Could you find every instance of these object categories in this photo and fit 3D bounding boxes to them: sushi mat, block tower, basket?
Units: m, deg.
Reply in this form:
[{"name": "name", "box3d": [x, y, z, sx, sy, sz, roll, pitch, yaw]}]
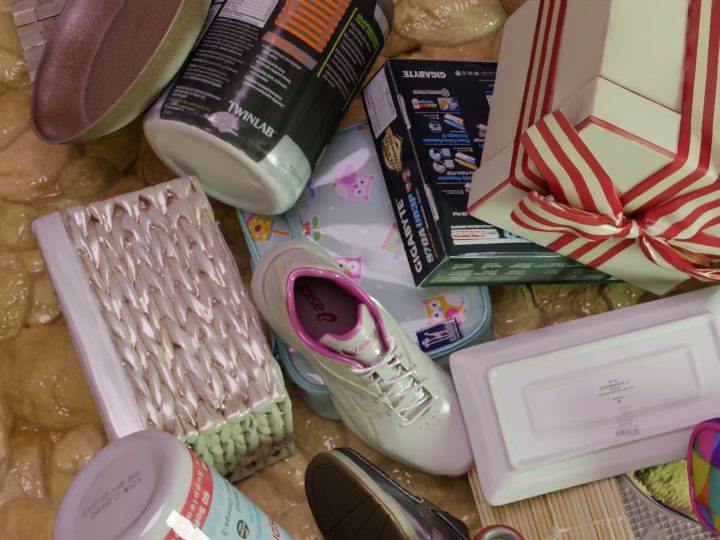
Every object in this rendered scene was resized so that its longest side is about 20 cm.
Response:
[{"name": "sushi mat", "box3d": [0.132, 0.177, 1.570, 0.095, 0.012, 0.201, -19, 58, 6]}, {"name": "block tower", "box3d": [-0.243, -0.220, 1.802, 0.054, 0.058, 0.201, -17, 65, -2]}, {"name": "basket", "box3d": [-0.133, 0.053, 1.637, 0.123, 0.136, 0.201, -20, 67, -8]}]

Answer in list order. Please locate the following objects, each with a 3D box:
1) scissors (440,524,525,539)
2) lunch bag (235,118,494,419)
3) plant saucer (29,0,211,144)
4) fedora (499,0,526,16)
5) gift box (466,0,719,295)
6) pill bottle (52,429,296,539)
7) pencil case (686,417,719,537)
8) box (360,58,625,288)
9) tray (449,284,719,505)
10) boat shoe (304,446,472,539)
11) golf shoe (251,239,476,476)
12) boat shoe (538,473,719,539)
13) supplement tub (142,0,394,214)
[{"name": "scissors", "box3d": [0.117, 0.240, 1.515, 0.073, 0.014, 0.200, -24, 58, -26]}, {"name": "lunch bag", "box3d": [0.000, 0.000, 1.676, 0.159, 0.077, 0.201, -18, 66, -3]}, {"name": "plant saucer", "box3d": [-0.157, -0.168, 1.637, 0.037, 0.200, 0.201, 31, 67, -28]}, {"name": "fedora", "box3d": [0.187, -0.226, 1.754, 0.199, 0.082, 0.202, -2, 65, 4]}, {"name": "gift box", "box3d": [0.186, -0.103, 1.565, 0.184, 0.200, 0.188, 19, 63, -15]}, {"name": "pill bottle", "box3d": [-0.096, 0.198, 1.532, 0.108, 0.200, 0.109, -28, 38, 25]}, {"name": "pencil case", "box3d": [0.314, 0.122, 1.563, 0.199, 0.088, 0.089, -10, 65, -21]}, {"name": "box", "box3d": [0.112, -0.069, 1.664, 0.199, 0.046, 0.160, -2, 63, -30]}, {"name": "tray", "box3d": [0.167, 0.081, 1.576, 0.199, 0.022, 0.108, -14, 82, -7]}, {"name": "boat shoe", "box3d": [0.046, 0.194, 1.599, 0.201, 0.072, 0.066, 46, 44, 15]}, {"name": "golf shoe", "box3d": [0.006, 0.064, 1.567, 0.200, 0.092, 0.075, 44, 85, -7]}, {"name": "boat shoe", "box3d": [0.181, 0.179, 1.598, 0.199, 0.062, 0.075, 26, 74, 27]}, {"name": "supplement tub", "box3d": [-0.055, -0.150, 1.644, 0.122, 0.123, 0.201, 24, 70, 14]}]
